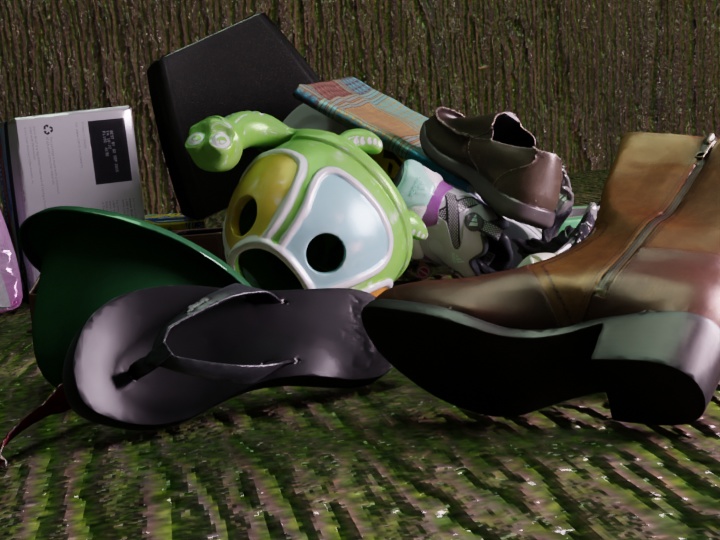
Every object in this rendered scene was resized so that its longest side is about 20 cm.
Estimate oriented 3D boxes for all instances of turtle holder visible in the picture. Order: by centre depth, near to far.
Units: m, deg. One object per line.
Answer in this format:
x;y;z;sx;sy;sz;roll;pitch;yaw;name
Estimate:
-0.043;-0.041;0.973;0.140;0.186;0.132;5;36;31;turtle holder

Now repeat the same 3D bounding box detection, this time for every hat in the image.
-0.166;0.073;0.769;0.165;0.177;0.200;-3;-31;36;hat

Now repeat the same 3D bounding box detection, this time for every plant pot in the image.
-0.141;-0.181;1.429;0.199;0.178;0.199;-26;10;-10;plant pot

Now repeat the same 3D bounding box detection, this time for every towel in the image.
0.046;-0.136;1.221;0.199;0.022;0.147;30;20;12;towel

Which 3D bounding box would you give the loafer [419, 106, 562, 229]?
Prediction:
0.119;-0.102;1.076;0.073;0.071;0.200;14;19;-32;loafer

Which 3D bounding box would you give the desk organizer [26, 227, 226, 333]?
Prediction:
-0.193;0.008;1.105;0.199;0.077;0.072;-3;6;18;desk organizer

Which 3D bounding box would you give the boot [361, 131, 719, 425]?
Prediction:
0.116;-0.018;0.658;0.188;0.069;0.200;-1;41;33;boot

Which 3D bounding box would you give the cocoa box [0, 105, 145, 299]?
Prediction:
-0.320;-0.073;1.388;0.133;0.201;0.131;-9;7;-26;cocoa box

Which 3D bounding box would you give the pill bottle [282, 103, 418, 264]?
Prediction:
0.006;-0.089;1.326;0.114;0.115;0.200;1;-23;44;pill bottle

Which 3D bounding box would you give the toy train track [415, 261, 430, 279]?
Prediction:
0.000;0.000;1.250;0.199;0.033;0.115;-11;13;2;toy train track

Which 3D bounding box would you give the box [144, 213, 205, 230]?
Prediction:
-0.236;-0.032;1.543;0.064;0.070;0.200;-5;6;-17;box

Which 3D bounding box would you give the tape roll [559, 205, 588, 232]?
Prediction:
0.190;-0.035;1.309;0.199;0.048;0.200;-6;7;1;tape roll

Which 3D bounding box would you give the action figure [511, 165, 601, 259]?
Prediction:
0.203;-0.038;1.077;0.118;0.103;0.200;12;10;21;action figure

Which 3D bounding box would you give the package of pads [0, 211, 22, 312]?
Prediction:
-0.418;-0.019;1.347;0.075;0.121;0.200;-13;9;-20;package of pads

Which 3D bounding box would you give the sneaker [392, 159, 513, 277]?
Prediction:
0.080;-0.021;1.107;0.139;0.078;0.200;28;-7;2;sneaker

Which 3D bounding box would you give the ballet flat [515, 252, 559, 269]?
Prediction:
0.125;0.023;0.732;0.068;0.068;0.199;-11;8;-41;ballet flat

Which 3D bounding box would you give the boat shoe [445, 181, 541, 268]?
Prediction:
0.110;-0.039;1.194;0.065;0.074;0.200;9;23;-43;boat shoe

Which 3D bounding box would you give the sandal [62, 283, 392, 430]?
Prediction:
-0.066;0.037;0.691;0.199;0.076;0.043;-9;-18;-30;sandal
